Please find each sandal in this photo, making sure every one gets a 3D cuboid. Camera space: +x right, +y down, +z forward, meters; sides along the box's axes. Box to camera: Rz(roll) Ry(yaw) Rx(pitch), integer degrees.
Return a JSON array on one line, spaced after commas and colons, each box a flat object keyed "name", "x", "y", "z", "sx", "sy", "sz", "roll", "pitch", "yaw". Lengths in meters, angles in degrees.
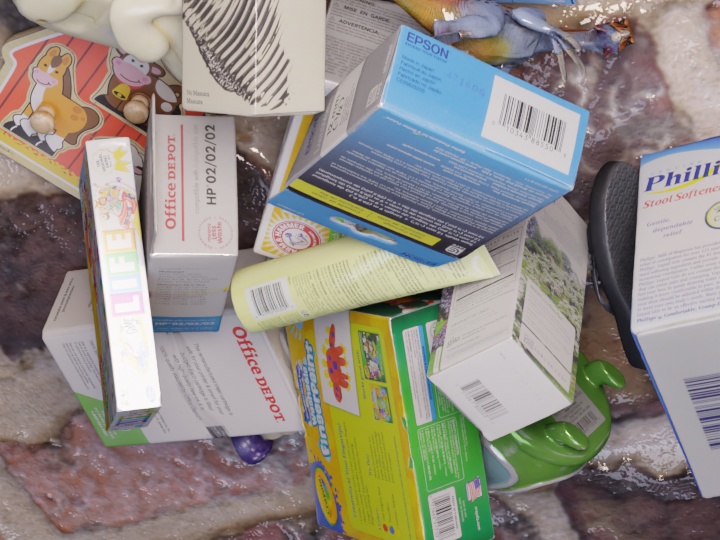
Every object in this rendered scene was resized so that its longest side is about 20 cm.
[{"name": "sandal", "x": 0.204, "y": 0.002, "z": 1.466, "sx": 0.043, "sy": 0.076, "sz": 0.201, "roll": 13, "pitch": 138, "yaw": 34}]

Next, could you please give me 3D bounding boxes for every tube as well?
[{"name": "tube", "x": 0.000, "y": 0.000, "z": 1.388, "sx": 0.199, "sy": 0.052, "sz": 0.058, "roll": -16, "pitch": 167, "yaw": 25}]

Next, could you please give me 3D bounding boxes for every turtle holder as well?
[{"name": "turtle holder", "x": 0.110, "y": 0.103, "z": 1.532, "sx": 0.185, "sy": 0.142, "sz": 0.132, "roll": 29, "pitch": 134, "yaw": -15}]

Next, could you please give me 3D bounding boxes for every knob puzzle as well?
[{"name": "knob puzzle", "x": -0.198, "y": -0.121, "z": 1.476, "sx": 0.218, "sy": 0.031, "sz": 0.221, "roll": 7, "pitch": 133, "yaw": 8}]

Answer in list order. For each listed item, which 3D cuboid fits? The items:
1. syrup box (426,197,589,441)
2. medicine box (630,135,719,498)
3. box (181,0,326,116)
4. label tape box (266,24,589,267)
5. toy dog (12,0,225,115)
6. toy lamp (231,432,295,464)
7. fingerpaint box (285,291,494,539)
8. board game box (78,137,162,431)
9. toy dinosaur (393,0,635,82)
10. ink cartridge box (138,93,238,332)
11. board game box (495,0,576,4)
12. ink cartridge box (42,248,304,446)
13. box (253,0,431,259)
[{"name": "syrup box", "x": 0.115, "y": 0.021, "z": 1.413, "sx": 0.081, "sy": 0.201, "sz": 0.079, "roll": -27, "pitch": 121, "yaw": 30}, {"name": "medicine box", "x": 0.277, "y": 0.031, "z": 1.382, "sx": 0.102, "sy": 0.201, "sz": 0.183, "roll": -13, "pitch": 128, "yaw": 21}, {"name": "box", "x": -0.070, "y": -0.204, "z": 1.231, "sx": 0.082, "sy": 0.068, "sz": 0.202, "roll": 8, "pitch": 101, "yaw": 44}, {"name": "label tape box", "x": 0.040, "y": -0.075, "z": 1.254, "sx": 0.142, "sy": 0.067, "sz": 0.200, "roll": 22, "pitch": 158, "yaw": -18}, {"name": "toy dog", "x": -0.149, "y": -0.192, "z": 1.329, "sx": 0.199, "sy": 0.140, "sz": 0.194, "roll": 26, "pitch": 146, "yaw": -10}, {"name": "toy lamp", "x": -0.023, "y": 0.122, "z": 1.640, "sx": 0.199, "sy": 0.058, "sz": 0.058, "roll": -21, "pitch": 124, "yaw": 28}, {"name": "fingerpaint box", "x": 0.021, "y": 0.117, "z": 1.505, "sx": 0.166, "sy": 0.073, "sz": 0.202, "roll": 7, "pitch": 110, "yaw": 57}, {"name": "board game box", "x": -0.184, "y": 0.014, "z": 1.416, "sx": 0.034, "sy": 0.202, "sz": 0.134, "roll": -6, "pitch": 170, "yaw": -12}, {"name": "toy dinosaur", "x": 0.103, "y": -0.171, "z": 1.284, "sx": 0.105, "sy": 0.181, "sz": 0.201, "roll": -30, "pitch": 90, "yaw": 46}, {"name": "ink cartridge box", "x": -0.131, "y": -0.041, "z": 1.411, "sx": 0.067, "sy": 0.116, "sz": 0.200, "roll": 0, "pitch": 158, "yaw": -9}, {"name": "board game box", "x": 0.063, "y": -0.229, "z": 1.238, "sx": 0.150, "sy": 0.037, "sz": 0.200, "roll": 3, "pitch": 166, "yaw": 11}, {"name": "ink cartridge box", "x": -0.148, "y": 0.068, "z": 1.602, "sx": 0.198, "sy": 0.084, "sz": 0.146, "roll": -6, "pitch": 131, "yaw": 20}, {"name": "box", "x": -0.001, "y": -0.093, "z": 1.394, "sx": 0.112, "sy": 0.102, "sz": 0.201, "roll": 17, "pitch": 139, "yaw": -3}]
